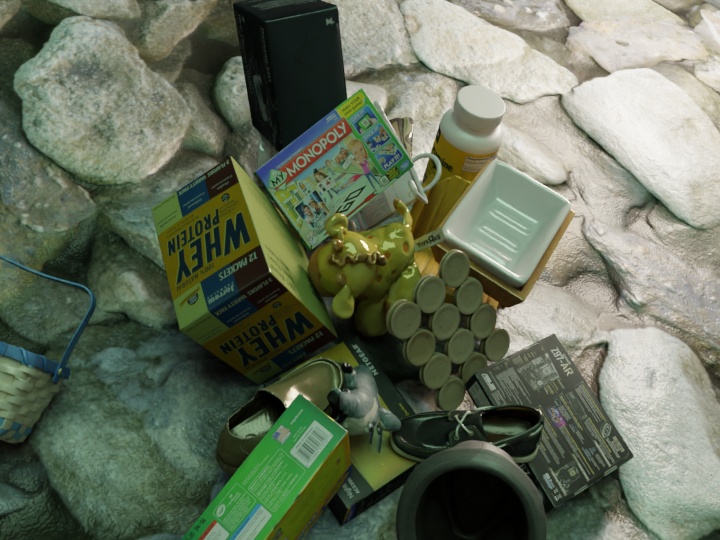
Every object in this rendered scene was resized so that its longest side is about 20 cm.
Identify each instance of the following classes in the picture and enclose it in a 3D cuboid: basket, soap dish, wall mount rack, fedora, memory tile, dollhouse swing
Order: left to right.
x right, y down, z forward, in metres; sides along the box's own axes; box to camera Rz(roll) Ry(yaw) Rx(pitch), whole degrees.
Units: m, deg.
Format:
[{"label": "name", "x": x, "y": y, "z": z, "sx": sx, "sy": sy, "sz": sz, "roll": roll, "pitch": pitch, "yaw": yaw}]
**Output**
[{"label": "basket", "x": -0.436, "y": 0.089, "z": 0.912, "sx": 0.172, "sy": 0.139, "sz": 0.205, "roll": 20, "pitch": 78, "yaw": 4}, {"label": "wall mount rack", "x": 0.021, "y": -0.151, "z": 1.182, "sx": 0.197, "sy": 0.074, "sz": 0.177, "roll": -31, "pitch": 62, "yaw": 18}, {"label": "memory tile", "x": 0.124, "y": 0.086, "z": 1.035, "sx": 0.153, "sy": 0.202, "sz": 0.017, "roll": -44, "pitch": 33, "yaw": -17}, {"label": "dollhouse swing", "x": 0.159, "y": -0.044, "z": 1.157, "sx": 0.196, "sy": 0.186, "sz": 0.176, "roll": 25, "pitch": 5, "yaw": 8}, {"label": "fedora", "x": 0.133, "y": 0.286, "z": 0.898, "sx": 0.172, "sy": 0.206, "sz": 0.090, "roll": 6, "pitch": 19, "yaw": 13}, {"label": "soap dish", "x": 0.206, "y": -0.054, "z": 1.101, "sx": 0.155, "sy": 0.082, "sz": 0.201, "roll": 32, "pitch": 55, "yaw": 12}]

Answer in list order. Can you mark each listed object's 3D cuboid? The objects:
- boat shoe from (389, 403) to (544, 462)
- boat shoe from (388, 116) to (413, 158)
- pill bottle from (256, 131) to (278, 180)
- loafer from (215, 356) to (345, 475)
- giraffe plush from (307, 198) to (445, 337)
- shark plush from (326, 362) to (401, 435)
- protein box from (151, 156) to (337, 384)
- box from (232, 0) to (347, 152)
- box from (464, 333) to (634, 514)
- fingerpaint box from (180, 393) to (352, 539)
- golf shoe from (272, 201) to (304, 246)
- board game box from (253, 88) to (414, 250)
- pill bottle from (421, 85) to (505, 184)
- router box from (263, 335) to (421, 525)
[{"label": "boat shoe", "x": 0.134, "y": 0.198, "z": 0.952, "sx": 0.194, "sy": 0.069, "sz": 0.073, "roll": 1, "pitch": 49, "yaw": -4}, {"label": "boat shoe", "x": 0.057, "y": -0.206, "z": 1.360, "sx": 0.071, "sy": 0.076, "sz": 0.203, "roll": 4, "pitch": 39, "yaw": 3}, {"label": "pill bottle", "x": -0.076, "y": -0.184, "z": 1.272, "sx": 0.194, "sy": 0.110, "sz": 0.111, "roll": 4, "pitch": 48, "yaw": -10}, {"label": "loafer", "x": -0.090, "y": 0.171, "z": 0.924, "sx": 0.076, "sy": 0.068, "sz": 0.199, "roll": 39, "pitch": 56, "yaw": 21}, {"label": "giraffe plush", "x": 0.000, "y": 0.000, "z": 1.031, "sx": 0.160, "sy": 0.200, "sz": 0.175, "roll": -7, "pitch": 61, "yaw": -46}, {"label": "shark plush", "x": -0.020, "y": 0.149, "z": 0.884, "sx": 0.088, "sy": 0.199, "sz": 0.086, "roll": -7, "pitch": 79, "yaw": 22}, {"label": "protein box", "x": -0.154, "y": 0.005, "z": 1.006, "sx": 0.133, "sy": 0.199, "sz": 0.203, "roll": -30, "pitch": 54, "yaw": 8}, {"label": "box", "x": -0.105, "y": -0.303, "z": 1.151, "sx": 0.115, "sy": 0.202, "sz": 0.200, "roll": -16, "pitch": 29, "yaw": -17}, {"label": "box", "x": 0.259, "y": 0.207, "z": 1.043, "sx": 0.157, "sy": 0.044, "sz": 0.203, "roll": -20, "pitch": 67, "yaw": -28}, {"label": "fingerpaint box", "x": -0.097, "y": 0.256, "z": 0.817, "sx": 0.073, "sy": 0.168, "sz": 0.201, "roll": 33, "pitch": 68, "yaw": 18}, {"label": "golf shoe", "x": -0.077, "y": -0.097, "z": 1.139, "sx": 0.091, "sy": 0.198, "sz": 0.077, "roll": 15, "pitch": 45, "yaw": -53}, {"label": "board game box", "x": -0.037, "y": -0.144, "z": 1.080, "sx": 0.199, "sy": 0.029, "sz": 0.136, "roll": -40, "pitch": 99, "yaw": -11}, {"label": "pill bottle", "x": 0.178, "y": -0.206, "z": 1.294, "sx": 0.109, "sy": 0.203, "sz": 0.114, "roll": 7, "pitch": 47, "yaw": -7}, {"label": "router box", "x": -0.015, "y": 0.202, "z": 0.994, "sx": 0.155, "sy": 0.053, "sz": 0.201, "roll": -24, "pitch": 59, "yaw": -30}]
